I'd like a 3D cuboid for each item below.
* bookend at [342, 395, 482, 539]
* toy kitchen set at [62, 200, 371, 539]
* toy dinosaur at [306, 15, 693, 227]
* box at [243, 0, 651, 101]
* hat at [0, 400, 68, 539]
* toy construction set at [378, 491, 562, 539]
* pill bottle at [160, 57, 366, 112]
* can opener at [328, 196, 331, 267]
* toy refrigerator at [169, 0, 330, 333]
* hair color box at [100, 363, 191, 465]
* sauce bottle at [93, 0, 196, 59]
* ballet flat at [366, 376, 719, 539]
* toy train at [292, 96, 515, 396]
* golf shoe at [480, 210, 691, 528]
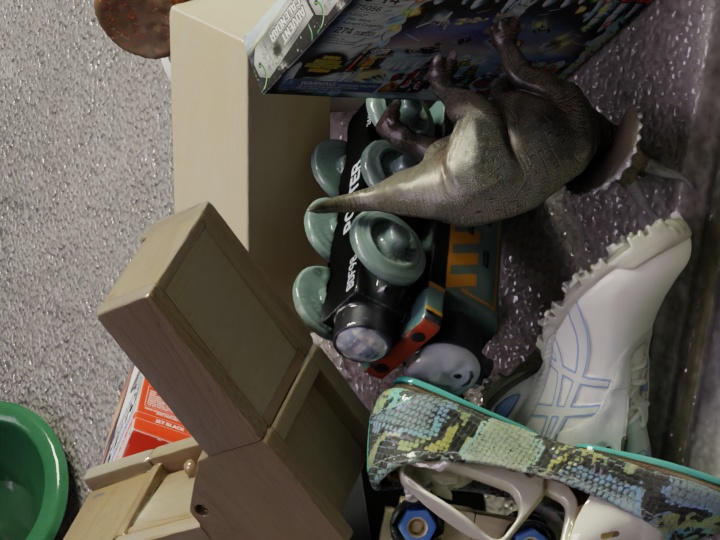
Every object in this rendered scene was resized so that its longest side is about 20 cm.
[{"bbox_3d":[-0.022,0.179,1.050,0.092,0.199,0.200,-19,75,44],"label":"bookend"},{"bbox_3d":[-0.103,0.057,1.014,0.199,0.163,0.181,-20,118,34],"label":"toy kitchen set"},{"bbox_3d":[0.071,-0.064,0.932,0.102,0.199,0.077,55,149,31],"label":"toy dinosaur"},{"bbox_3d":[0.056,-0.140,0.959,0.137,0.199,0.040,-42,60,44],"label":"box"},{"bbox_3d":[-0.302,0.223,1.561,0.199,0.176,0.166,-25,62,9],"label":"hat"},{"bbox_3d":[0.056,0.192,0.976,0.092,0.199,0.132,-171,92,-75],"label":"toy construction set"},{"bbox_3d":[-0.032,-0.153,1.144,0.200,0.111,0.112,2,91,52],"label":"pill bottle"},{"bbox_3d":[0.000,0.000,1.140,0.200,0.063,0.079,32,113,48],"label":"can opener"},{"bbox_3d":[-0.063,-0.059,1.085,0.076,0.070,0.201,28,127,42],"label":"toy refrigerator"},{"bbox_3d":[-0.134,0.112,1.227,0.200,0.064,0.111,-89,21,-67],"label":"hair color box"},{"bbox_3d":[-0.099,-0.216,1.131,0.066,0.066,0.200,-35,22,46],"label":"sauce bottle"},{"bbox_3d":[0.096,0.117,0.938,0.199,0.074,0.075,16,106,11],"label":"ballet flat"},{"bbox_3d":[0.031,-0.021,1.012,0.085,0.114,0.201,-45,27,39],"label":"toy train"},{"bbox_3d":[0.134,0.058,0.980,0.097,0.078,0.200,46,129,17],"label":"golf shoe"}]
